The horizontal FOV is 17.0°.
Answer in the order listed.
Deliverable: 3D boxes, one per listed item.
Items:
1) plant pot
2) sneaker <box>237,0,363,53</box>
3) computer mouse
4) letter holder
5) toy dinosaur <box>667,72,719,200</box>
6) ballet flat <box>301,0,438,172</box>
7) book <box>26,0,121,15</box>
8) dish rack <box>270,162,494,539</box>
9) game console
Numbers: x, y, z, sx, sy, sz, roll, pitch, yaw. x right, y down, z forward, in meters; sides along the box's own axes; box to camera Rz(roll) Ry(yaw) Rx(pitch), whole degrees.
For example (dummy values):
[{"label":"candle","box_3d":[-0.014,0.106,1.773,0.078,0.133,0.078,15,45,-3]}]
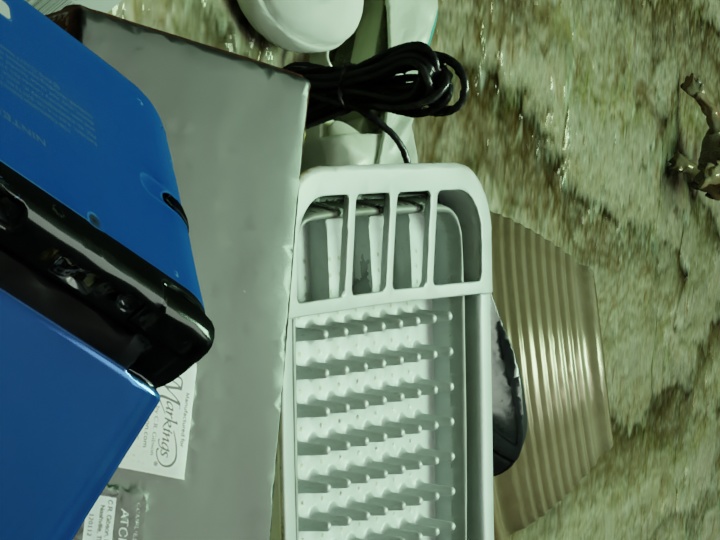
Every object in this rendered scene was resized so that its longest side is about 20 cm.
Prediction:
[{"label":"plant pot","box_3d":[0.088,0.052,1.325,0.201,0.092,0.202,-7,90,-84]},{"label":"sneaker","box_3d":[-0.015,-0.163,1.054,0.200,0.088,0.075,66,32,-55]},{"label":"computer mouse","box_3d":[0.000,0.000,1.074,0.046,0.140,0.201,-24,109,-40]},{"label":"letter holder","box_3d":[-0.107,0.028,0.833,0.100,0.142,0.201,14,76,-39]},{"label":"toy dinosaur","box_3d":[0.337,-0.089,2.032,0.135,0.200,0.086,25,95,-30]},{"label":"ballet flat","box_3d":[-0.007,-0.072,1.157,0.069,0.069,0.201,63,31,-57]},{"label":"book","box_3d":[-0.061,-0.158,0.794,0.048,0.200,0.134,52,5,20]},{"label":"dish rack","box_3d":[-0.002,0.059,0.955,0.171,0.043,0.201,-6,95,-61]},{"label":"game console","box_3d":[-0.150,-0.013,0.671,0.200,0.118,0.171,37,24,-37]}]
